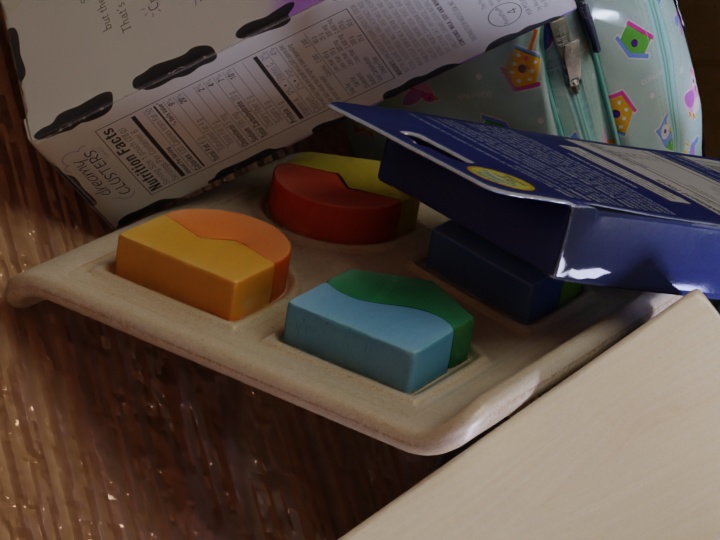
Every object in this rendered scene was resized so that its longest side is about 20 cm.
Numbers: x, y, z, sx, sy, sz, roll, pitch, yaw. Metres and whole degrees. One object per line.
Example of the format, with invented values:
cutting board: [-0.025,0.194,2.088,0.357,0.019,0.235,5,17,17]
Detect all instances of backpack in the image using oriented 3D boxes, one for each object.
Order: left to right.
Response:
backpack: [0.062,-0.081,1.159,0.126,0.166,0.201,-30,112,-37]

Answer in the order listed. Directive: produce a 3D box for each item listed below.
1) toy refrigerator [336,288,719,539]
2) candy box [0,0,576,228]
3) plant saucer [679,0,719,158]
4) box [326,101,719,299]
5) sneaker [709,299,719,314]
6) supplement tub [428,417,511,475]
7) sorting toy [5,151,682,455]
toy refrigerator: [0.052,0.096,0.965,0.200,0.070,0.076,-35,84,-10]
candy box: [-0.040,-0.135,1.066,0.072,0.199,0.168,50,19,-53]
plant saucer: [0.188,-0.067,1.253,0.048,0.200,0.201,-15,64,-3]
box: [0.093,-0.022,1.025,0.199,0.033,0.121,8,14,-33]
sneaker: [0.146,0.014,1.187,0.200,0.083,0.077,-132,-152,-83]
supplement tub: [0.119,0.102,1.091,0.199,0.107,0.107,10,49,-40]
sorting toy: [0.000,0.000,1.028,0.199,0.037,0.185,17,25,28]
